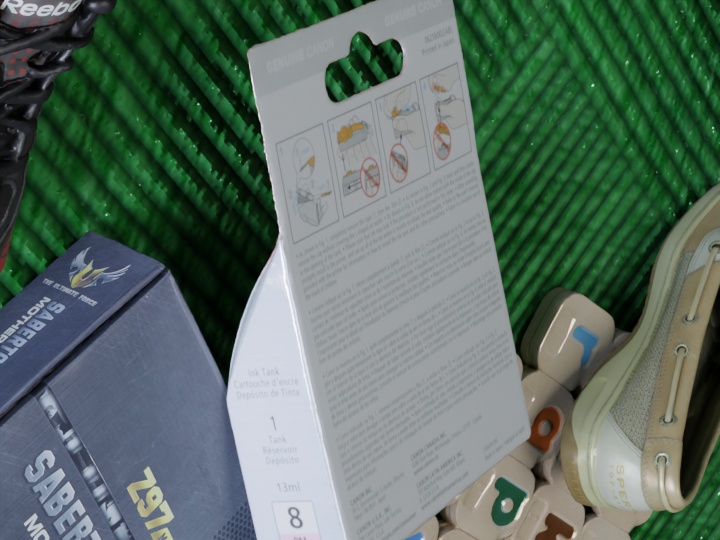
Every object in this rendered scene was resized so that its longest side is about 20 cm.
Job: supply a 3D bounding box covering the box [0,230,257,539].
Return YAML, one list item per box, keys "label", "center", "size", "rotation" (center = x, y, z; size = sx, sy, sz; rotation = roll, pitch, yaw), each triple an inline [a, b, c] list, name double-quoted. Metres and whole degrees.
- label: "box"
  center: [-0.105, 0.110, 0.873]
  size: [0.158, 0.051, 0.201]
  rotation: [-44, 134, -25]

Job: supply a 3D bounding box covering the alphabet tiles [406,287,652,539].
- label: "alphabet tiles"
  center: [0.070, 0.111, 1.085]
  size: [0.195, 0.015, 0.201]
  rotation: [33, 83, -48]

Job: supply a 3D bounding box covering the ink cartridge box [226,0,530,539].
- label: "ink cartridge box"
  center: [0.000, 0.000, 0.917]
  size: [0.162, 0.057, 0.201]
  rotation: [-30, 108, -56]

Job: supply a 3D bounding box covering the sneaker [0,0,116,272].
- label: "sneaker"
  center: [-0.125, -0.073, 0.734]
  size: [0.071, 0.098, 0.202]
  rotation: [-18, 121, -42]

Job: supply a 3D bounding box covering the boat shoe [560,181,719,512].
- label: "boat shoe"
  center: [0.164, 0.033, 1.091]
  size: [0.201, 0.063, 0.073]
  rotation: [-51, 132, -35]
